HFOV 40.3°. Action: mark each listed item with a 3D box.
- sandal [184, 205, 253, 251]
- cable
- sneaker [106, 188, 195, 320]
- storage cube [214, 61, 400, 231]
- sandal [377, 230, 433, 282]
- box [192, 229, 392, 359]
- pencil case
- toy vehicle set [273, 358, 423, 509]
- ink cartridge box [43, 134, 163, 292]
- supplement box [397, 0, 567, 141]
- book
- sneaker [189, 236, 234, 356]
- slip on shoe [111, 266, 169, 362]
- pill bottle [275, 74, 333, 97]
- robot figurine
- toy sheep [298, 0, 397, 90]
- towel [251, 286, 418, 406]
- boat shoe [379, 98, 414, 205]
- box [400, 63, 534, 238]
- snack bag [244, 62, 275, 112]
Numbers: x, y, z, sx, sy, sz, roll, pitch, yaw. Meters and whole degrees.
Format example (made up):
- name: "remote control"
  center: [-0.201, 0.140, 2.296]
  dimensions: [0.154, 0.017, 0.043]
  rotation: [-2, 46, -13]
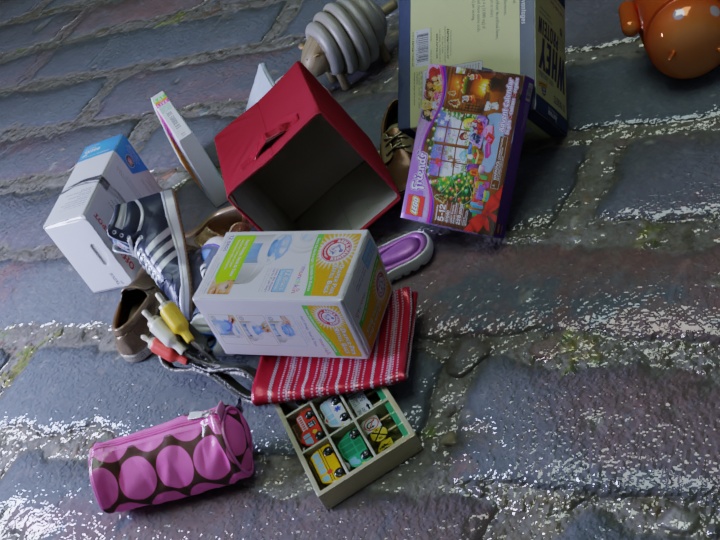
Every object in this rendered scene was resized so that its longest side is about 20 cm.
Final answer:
- name: "sandal"
  center: [-0.217, -0.037, 1.453]
  dimensions: [0.209, 0.077, 0.071]
  rotation: [-16, 70, 28]
- name: "cable"
  center: [-0.203, 0.118, 1.227]
  dimensions: [0.199, 0.098, 0.050]
  rotation: [39, 31, 26]
- name: "sneaker"
  center: [-0.298, -0.015, 1.392]
  dimensions: [0.107, 0.070, 0.203]
  rotation: [-10, 67, -12]
- name: "storage cube"
  center: [-0.077, -0.140, 1.343]
  dimensions: [0.170, 0.200, 0.181]
  rotation: [-39, 34, 12]
- name: "sandal"
  center: [-0.002, -0.004, 1.270]
  dimensions: [0.201, 0.050, 0.083]
  rotation: [-30, 37, 0]
- name: "box"
  center: [-0.076, 0.027, 1.150]
  dimensions: [0.197, 0.102, 0.113]
  rotation: [0, 47, 26]
- name: "pencil case"
  center: [-0.221, 0.214, 1.129]
  dimensions: [0.197, 0.094, 0.091]
  rotation: [-20, 38, 13]
- name: "toy vehicle set"
  center: [-0.023, 0.164, 1.112]
  dimensions: [0.123, 0.027, 0.200]
  rotation: [-32, 38, -4]
- name: "ink cartridge box"
  center: [-0.395, -0.090, 1.543]
  dimensions: [0.082, 0.146, 0.202]
  rotation: [-12, 40, 21]
- name: "supplement box"
  center: [0.167, -0.283, 1.338]
  dimensions: [0.197, 0.134, 0.204]
  rotation: [-3, 81, 29]
- name: "book"
  center: [-0.282, -0.202, 1.609]
  dimensions: [0.048, 0.135, 0.200]
  rotation: [-32, 38, -6]
- name: "sneaker"
  center: [-0.199, 0.042, 1.319]
  dimensions: [0.146, 0.081, 0.199]
  rotation: [-40, 44, -20]
- name: "slip on shoe"
  center: [-0.316, 0.040, 1.414]
  dimensions: [0.075, 0.061, 0.202]
  rotation: [-14, 40, 19]
- name: "pill bottle"
  center: [-0.086, -0.225, 1.520]
  dimensions: [0.118, 0.120, 0.201]
  rotation: [-25, 38, 4]
- name: "robot figurine"
  center: [0.432, -0.335, 1.314]
  dimensions: [0.117, 0.143, 0.202]
  rotation: [-43, 28, 32]
- name: "toy sheep"
  center: [-0.018, -0.395, 1.659]
  dimensions: [0.199, 0.139, 0.138]
  rotation: [-38, 38, -12]
- name: "towel"
  center: [-0.031, 0.089, 1.161]
  dimensions: [0.197, 0.023, 0.146]
  rotation: [-12, 41, 20]
- name: "boat shoe"
  center: [0.056, -0.174, 1.407]
  dimensions: [0.075, 0.074, 0.202]
  rotation: [-18, 38, 14]
- name: "box"
  center: [0.134, -0.152, 1.244]
  dimensions: [0.135, 0.039, 0.204]
  rotation: [13, 95, 30]
- name: "snack bag"
  center: [-0.158, -0.205, 1.508]
  dimensions: [0.021, 0.203, 0.189]
  rotation: [10, 23, -21]
